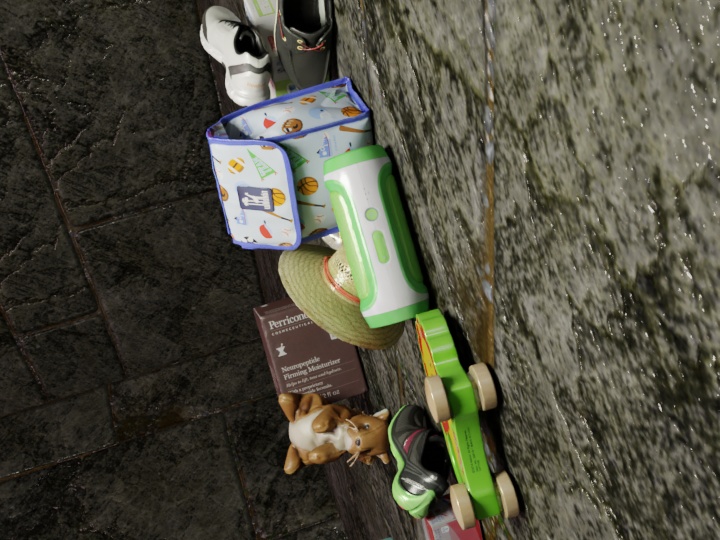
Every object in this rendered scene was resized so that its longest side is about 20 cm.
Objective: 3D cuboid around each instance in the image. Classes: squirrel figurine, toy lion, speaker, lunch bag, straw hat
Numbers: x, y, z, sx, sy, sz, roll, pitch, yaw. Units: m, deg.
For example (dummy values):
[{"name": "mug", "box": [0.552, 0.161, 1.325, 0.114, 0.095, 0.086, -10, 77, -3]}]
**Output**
[{"name": "squirrel figurine", "box": [-0.020, 0.284, 1.617, 0.200, 0.186, 0.143, 9, -103, -61]}, {"name": "toy lion", "box": [0.102, 0.149, 0.991, 0.192, 0.068, 0.201, -116, 12, -74]}, {"name": "speaker", "box": [0.018, -0.039, 1.060, 0.088, 0.088, 0.201, 168, 86, -80]}, {"name": "lunch bag", "box": [-0.083, -0.125, 1.146, 0.124, 0.199, 0.171, -118, 16, -50]}, {"name": "straw hat", "box": [0.000, 0.000, 1.154, 0.085, 0.200, 0.202, -52, 42, 27]}]

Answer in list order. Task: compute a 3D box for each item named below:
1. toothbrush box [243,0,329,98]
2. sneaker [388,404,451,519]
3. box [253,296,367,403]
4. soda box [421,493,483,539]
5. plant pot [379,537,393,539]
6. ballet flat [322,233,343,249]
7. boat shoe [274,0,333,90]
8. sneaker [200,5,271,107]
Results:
[{"name": "toothbrush box", "box": [-0.103, -0.288, 1.328, 0.200, 0.086, 0.146, 91, 160, -55]}, {"name": "sneaker", "box": [0.087, 0.242, 1.199, 0.077, 0.084, 0.200, 43, -162, -21]}, {"name": "box", "box": [-0.101, 0.153, 1.780, 0.164, 0.165, 0.201, -160, 53, -79]}, {"name": "soda box", "box": [0.132, 0.394, 1.181, 0.070, 0.063, 0.201, -135, 30, -72]}, {"name": "plant pot", "box": [0.041, 0.679, 1.944, 0.142, 0.140, 0.201, -122, 26, -55]}, {"name": "ballet flat", "box": [-0.041, -0.080, 1.381, 0.069, 0.063, 0.201, 126, 127, -78]}, {"name": "boat shoe", "box": [-0.071, -0.307, 1.153, 0.063, 0.073, 0.202, -107, 11, -46]}, {"name": "sneaker", "box": [-0.163, -0.309, 1.235, 0.200, 0.073, 0.080, 59, 147, 36]}]
